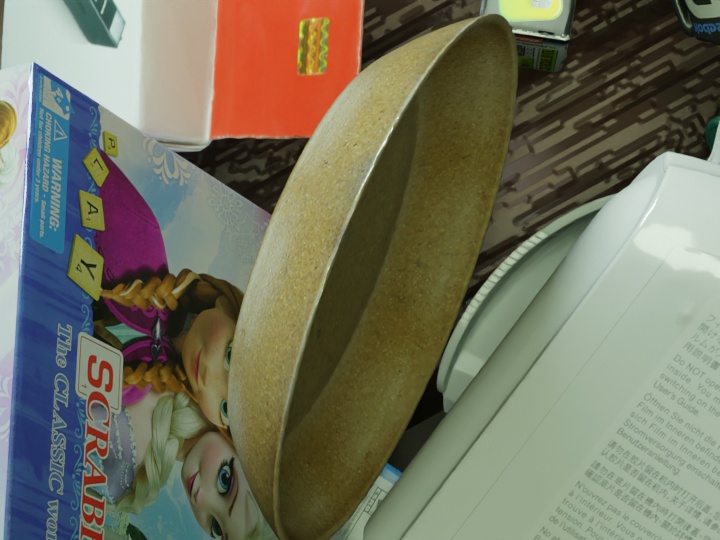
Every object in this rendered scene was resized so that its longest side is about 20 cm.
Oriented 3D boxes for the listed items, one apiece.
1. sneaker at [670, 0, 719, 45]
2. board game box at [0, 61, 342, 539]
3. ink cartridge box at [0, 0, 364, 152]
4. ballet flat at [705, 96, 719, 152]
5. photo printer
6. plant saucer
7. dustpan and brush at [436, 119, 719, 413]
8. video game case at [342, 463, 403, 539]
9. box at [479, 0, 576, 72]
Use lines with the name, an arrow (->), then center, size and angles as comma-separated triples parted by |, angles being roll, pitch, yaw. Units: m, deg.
sneaker -> 0.107, -0.135, 0.972 | 0.199, 0.073, 0.113 | -2, 87, -42
board game box -> -0.074, 0.057, 0.994 | 0.041, 0.199, 0.201 | -13, 64, 29
ink cartridge box -> -0.066, -0.145, 1.049 | 0.043, 0.173, 0.201 | 5, 88, -39
ballet flat -> 0.205, 0.009, 1.078 | 0.070, 0.071, 0.201 | -29, 87, 1
photo printer -> 0.121, 0.067, 1.022 | 0.166, 0.070, 0.200 | 33, 109, -7
plant saucer -> 0.000, 0.000, 0.992 | 0.035, 0.200, 0.201 | 21, 89, 15
dustpan and brush -> 0.120, -0.004, 1.055 | 0.139, 0.057, 0.201 | 24, 105, 6
video game case -> 0.047, 0.184, 1.100 | 0.199, 0.018, 0.144 | 32, 89, 3
box -> 0.077, -0.181, 1.064 | 0.035, 0.110, 0.201 | 9, 88, 3
